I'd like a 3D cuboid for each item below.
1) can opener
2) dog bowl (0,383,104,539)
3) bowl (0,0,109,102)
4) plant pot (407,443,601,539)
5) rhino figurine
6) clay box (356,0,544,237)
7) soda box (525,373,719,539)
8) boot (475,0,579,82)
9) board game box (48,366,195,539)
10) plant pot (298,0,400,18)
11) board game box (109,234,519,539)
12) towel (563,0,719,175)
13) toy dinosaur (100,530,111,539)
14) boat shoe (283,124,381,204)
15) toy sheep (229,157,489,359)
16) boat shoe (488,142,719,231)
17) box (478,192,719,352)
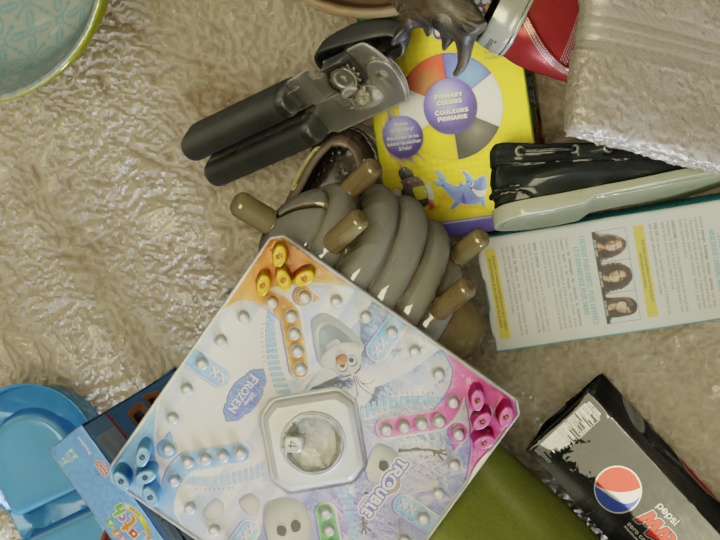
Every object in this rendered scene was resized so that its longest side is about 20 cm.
[{"bbox_3d":[-0.040,-0.119,1.577,0.199,0.067,0.053,-21,121,42],"label":"can opener"},{"bbox_3d":[-0.220,0.176,1.689,0.111,0.050,0.201,-25,91,16],"label":"dog bowl"},{"bbox_3d":[-0.258,-0.223,1.606,0.199,0.108,0.202,2,100,13],"label":"bowl"},{"bbox_3d":[0.071,0.204,1.562,0.200,0.200,0.193,-38,77,16],"label":"plant pot"},{"bbox_3d":[0.035,-0.223,1.465,0.087,0.060,0.201,-14,96,34],"label":"rhino figurine"},{"bbox_3d":[0.064,-0.126,1.575,0.114,0.048,0.202,-8,97,14],"label":"clay box"},{"bbox_3d":[0.209,0.170,1.573,0.063,0.071,0.200,-43,87,17],"label":"soda box"},{"bbox_3d":[0.180,-0.208,1.514,0.144,0.072,0.201,25,82,-6],"label":"boot"},{"bbox_3d":[-0.128,0.156,1.585,0.037,0.200,0.152,-36,89,17],"label":"board game box"},{"bbox_3d":[0.014,-0.274,1.542,0.199,0.093,0.202,2,99,14],"label":"plant pot"},{"bbox_3d":[-0.031,0.112,1.464,0.199,0.026,0.200,35,99,-5],"label":"board game box"},{"bbox_3d":[0.223,-0.130,1.474,0.199,0.034,0.134,12,79,-26],"label":"towel"},{"bbox_3d":[-0.126,0.259,1.644,0.104,0.200,0.183,-15,74,22],"label":"toy dinosaur"},{"bbox_3d":[-0.037,-0.007,1.611,0.071,0.060,0.201,24,103,9],"label":"boat shoe"},{"bbox_3d":[0.000,0.000,1.519,0.199,0.138,0.138,35,106,-15],"label":"toy sheep"},{"bbox_3d":[0.179,-0.077,1.529,0.198,0.075,0.067,-13,79,-4],"label":"boat shoe"},{"bbox_3d":[0.186,-0.001,1.564,0.199,0.049,0.083,-9,97,15],"label":"box"}]
